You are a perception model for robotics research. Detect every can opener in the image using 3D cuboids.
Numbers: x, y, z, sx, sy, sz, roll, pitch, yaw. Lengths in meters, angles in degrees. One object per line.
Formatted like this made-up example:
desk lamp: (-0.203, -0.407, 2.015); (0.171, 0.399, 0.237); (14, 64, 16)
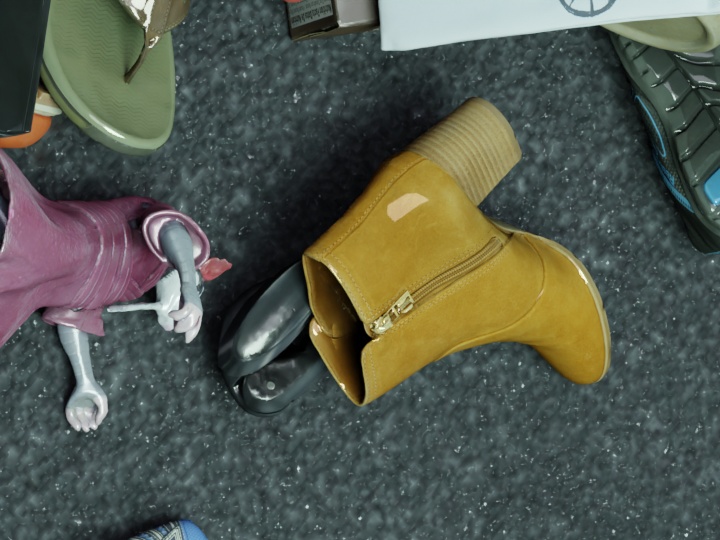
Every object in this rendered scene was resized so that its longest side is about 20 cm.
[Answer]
can opener: (0.000, 0.000, 1.131); (0.200, 0.079, 0.064); (-42, 99, -26)

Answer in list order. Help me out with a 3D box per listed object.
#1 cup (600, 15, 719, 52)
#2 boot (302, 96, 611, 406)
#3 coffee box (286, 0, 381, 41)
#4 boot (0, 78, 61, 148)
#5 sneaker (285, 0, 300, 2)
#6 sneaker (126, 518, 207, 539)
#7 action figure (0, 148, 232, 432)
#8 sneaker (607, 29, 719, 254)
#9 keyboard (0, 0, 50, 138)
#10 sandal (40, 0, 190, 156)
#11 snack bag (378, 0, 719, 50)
cup: (0.163, -0.198, 1.096); (0.199, 0.200, 0.144); (28, 81, -18)
boot: (0.046, 0.024, 1.113); (0.144, 0.071, 0.202); (-45, 128, -22)
coffee box: (0.011, -0.228, 1.124); (0.112, 0.080, 0.202); (-11, 93, -20)
boot: (-0.243, -0.061, 1.044); (0.198, 0.075, 0.108); (0, 107, -25)
sneaker: (-0.089, -0.221, 1.048); (0.115, 0.078, 0.201); (1, 56, -47)
sneaker: (-0.067, 0.217, 1.097); (0.085, 0.077, 0.201); (-31, 100, -22)
action figure: (-0.148, -0.008, 1.053); (0.199, 0.134, 0.150); (-4, 65, -53)
sneaker: (0.174, -0.103, 1.194); (0.073, 0.082, 0.202); (-12, 75, -10)
keyboard: (-0.195, -0.158, 0.958); (0.126, 0.021, 0.202); (17, 63, -27)
sandal: (-0.115, -0.157, 1.068); (0.079, 0.057, 0.203); (13, 71, -34)
snack bag: (0.093, -0.209, 1.032); (0.021, 0.199, 0.190); (-3, 89, -63)
